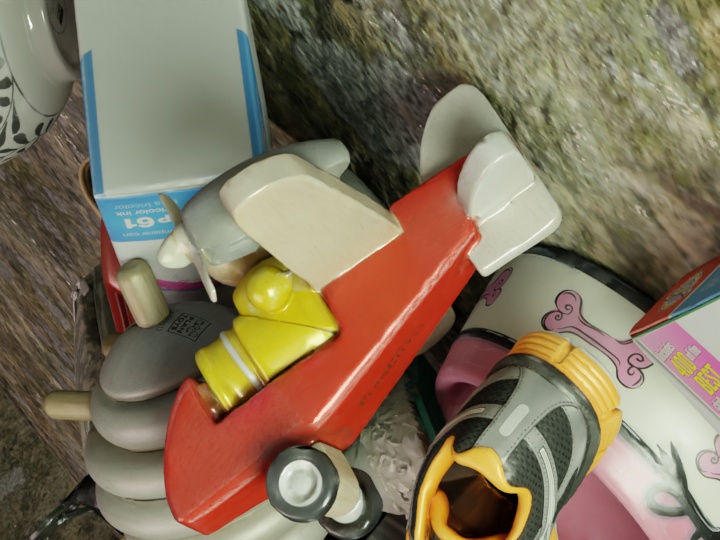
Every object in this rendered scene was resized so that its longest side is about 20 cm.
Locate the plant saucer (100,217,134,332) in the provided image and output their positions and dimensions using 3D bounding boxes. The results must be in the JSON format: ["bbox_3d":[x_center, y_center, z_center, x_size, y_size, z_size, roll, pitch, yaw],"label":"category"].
[{"bbox_3d":[-0.087,0.059,1.218,0.199,0.037,0.200,31,162,9],"label":"plant saucer"}]

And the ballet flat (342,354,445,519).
[{"bbox_3d":[0.019,0.095,0.979,0.072,0.072,0.200,49,-174,-7],"label":"ballet flat"}]

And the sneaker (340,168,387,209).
[{"bbox_3d":[0.000,0.000,1.037,0.200,0.073,0.080,75,180,-70],"label":"sneaker"}]

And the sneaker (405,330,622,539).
[{"bbox_3d":[0.049,0.115,0.822,0.078,0.077,0.201,31,134,20],"label":"sneaker"}]

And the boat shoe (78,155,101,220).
[{"bbox_3d":[-0.118,-0.016,1.240,0.200,0.074,0.069,37,-164,33],"label":"boat shoe"}]

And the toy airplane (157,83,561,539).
[{"bbox_3d":[-0.010,-0.001,0.807,0.141,0.199,0.201,35,134,23],"label":"toy airplane"}]

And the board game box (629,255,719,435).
[{"bbox_3d":[0.203,0.072,0.699,0.200,0.040,0.153,48,164,0],"label":"board game box"}]

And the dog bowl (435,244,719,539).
[{"bbox_3d":[0.118,0.086,0.900,0.200,0.074,0.200,43,163,16],"label":"dog bowl"}]

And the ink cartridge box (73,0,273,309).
[{"bbox_3d":[-0.086,-0.059,0.953,0.200,0.084,0.146,81,180,-65],"label":"ink cartridge box"}]

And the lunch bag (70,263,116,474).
[{"bbox_3d":[-0.146,0.093,1.412,0.168,0.139,0.200,56,-172,-29],"label":"lunch bag"}]

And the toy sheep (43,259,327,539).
[{"bbox_3d":[-0.078,0.083,0.926,0.138,0.138,0.201,23,145,55],"label":"toy sheep"}]

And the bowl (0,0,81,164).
[{"bbox_3d":[-0.213,-0.151,1.101,0.201,0.093,0.203,-7,-90,-78],"label":"bowl"}]

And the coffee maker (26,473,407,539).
[{"bbox_3d":[-0.063,0.161,1.099,0.200,0.135,0.192,45,121,-2],"label":"coffee maker"}]
